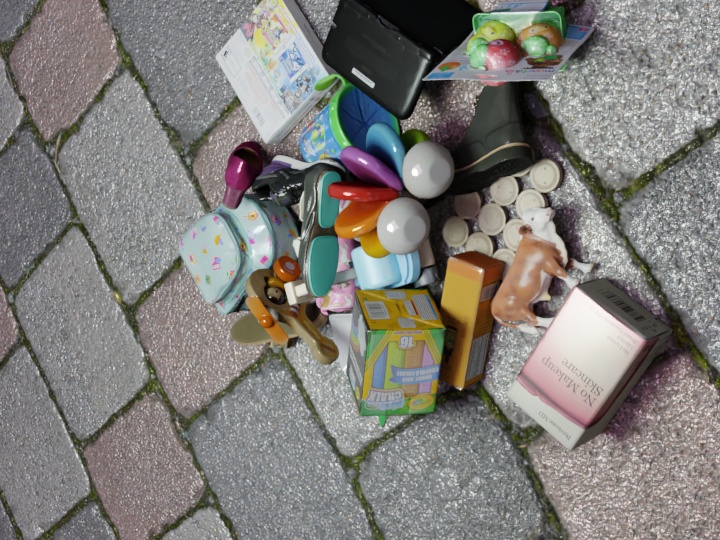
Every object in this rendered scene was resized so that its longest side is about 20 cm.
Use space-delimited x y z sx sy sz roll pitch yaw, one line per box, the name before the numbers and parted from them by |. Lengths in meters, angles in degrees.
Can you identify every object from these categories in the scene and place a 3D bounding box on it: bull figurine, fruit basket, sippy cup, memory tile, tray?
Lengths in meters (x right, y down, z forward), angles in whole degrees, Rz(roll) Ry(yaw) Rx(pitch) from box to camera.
bull figurine | 0.263 0.004 1.441 0.121 0.065 0.201 34 121 22
fruit basket | 0.205 -0.307 1.359 0.184 0.200 0.094 7 120 31
sippy cup | -0.027 -0.216 1.601 0.130 0.139 0.179 -25 46 46
memory tile | 0.212 -0.101 1.500 0.153 0.017 0.201 34 115 29
tray | 0.040 0.117 1.640 0.199 0.022 0.108 -3 107 37

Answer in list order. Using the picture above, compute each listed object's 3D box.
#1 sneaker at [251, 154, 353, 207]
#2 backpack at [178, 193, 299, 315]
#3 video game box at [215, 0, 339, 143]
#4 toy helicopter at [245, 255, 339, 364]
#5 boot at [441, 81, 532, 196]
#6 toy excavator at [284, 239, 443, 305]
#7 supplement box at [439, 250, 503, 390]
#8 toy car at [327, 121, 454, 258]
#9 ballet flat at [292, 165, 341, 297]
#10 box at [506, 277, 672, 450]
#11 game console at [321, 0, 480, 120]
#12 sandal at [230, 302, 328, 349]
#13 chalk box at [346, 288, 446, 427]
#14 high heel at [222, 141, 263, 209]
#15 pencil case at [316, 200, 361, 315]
sneaker | -0.095 -0.129 1.587 0.199 0.088 0.076 10 136 46
backpack | -0.211 -0.039 1.742 0.200 0.153 0.177 -41 67 24
video game box | -0.146 -0.356 1.718 0.182 0.047 0.201 -41 72 35
toy helicopter | -0.114 0.078 1.622 0.200 0.132 0.079 47 123 7
boot | 0.170 -0.199 1.480 0.199 0.077 0.140 -16 70 40
toy excavator | 0.000 0.000 1.562 0.194 0.199 0.101 -21 83 58
supplement box | 0.162 0.076 1.517 0.066 0.069 0.202 22 112 33
toy car | 0.027 -0.126 1.444 0.175 0.149 0.201 20 85 60
ballet flat | -0.066 -0.061 1.517 0.068 0.068 0.202 14 98 49
box | 0.320 0.129 1.389 0.128 0.109 0.201 40 117 26
game console | 0.063 -0.359 1.533 0.200 0.116 0.177 41 125 26
sandal | -0.134 0.113 1.750 0.210 0.078 0.070 -13 131 34
chalk box | 0.051 0.144 1.520 0.125 0.123 0.201 -111 22 -58
high heel | -0.192 -0.193 1.696 0.067 0.201 0.097 17 126 -11
pencil case | -0.043 -0.028 1.658 0.086 0.082 0.202 -9 91 40
